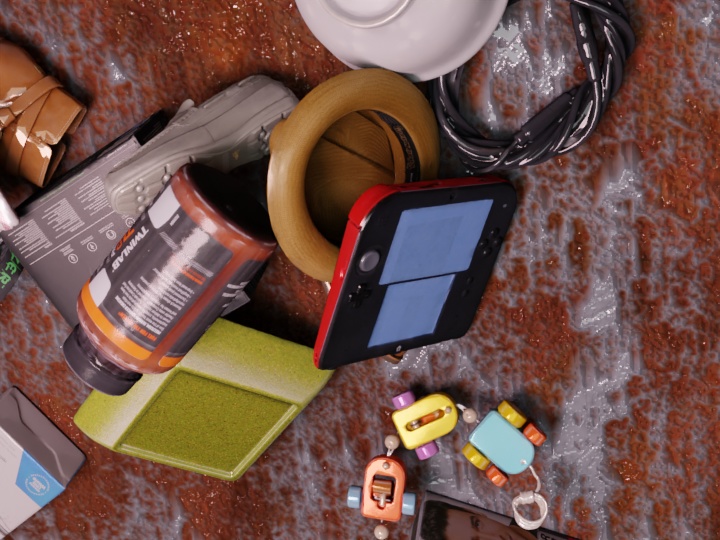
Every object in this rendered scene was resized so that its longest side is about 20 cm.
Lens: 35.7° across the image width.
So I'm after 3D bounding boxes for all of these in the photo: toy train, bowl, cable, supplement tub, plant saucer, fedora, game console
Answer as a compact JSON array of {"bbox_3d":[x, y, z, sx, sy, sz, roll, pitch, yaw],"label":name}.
[{"bbox_3d":[0.089,0.194,1.126,0.199,0.056,0.151,2,93,9],"label":"toy train"},{"bbox_3d":[0.018,-0.250,0.917,0.200,0.090,0.202,7,108,22],"label":"bowl"},{"bbox_3d":[0.145,-0.175,0.986,0.163,0.051,0.201,20,112,-6],"label":"cable"},{"bbox_3d":[-0.167,0.013,0.945,0.107,0.107,0.200,39,105,-9],"label":"supplement tub"},{"bbox_3d":[-0.150,0.135,1.093,0.199,0.048,0.200,21,128,-28],"label":"plant saucer"},{"bbox_3d":[-0.019,-0.087,0.974,0.082,0.200,0.202,26,122,43],"label":"fedora"},{"bbox_3d":[0.053,0.000,1.005,0.031,0.199,0.178,34,120,39],"label":"game console"}]

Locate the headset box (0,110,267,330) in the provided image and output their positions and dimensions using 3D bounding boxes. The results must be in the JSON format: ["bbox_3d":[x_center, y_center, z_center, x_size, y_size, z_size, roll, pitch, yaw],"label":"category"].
[{"bbox_3d":[-0.210,-0.017,1.071,0.174,0.093,0.200,-30,106,18],"label":"headset box"}]

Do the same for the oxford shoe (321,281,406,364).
[{"bbox_3d":[0.000,0.000,1.064,0.071,0.071,0.200,-28,105,13],"label":"oxford shoe"}]

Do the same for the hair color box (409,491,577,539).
[{"bbox_3d":[0.148,0.308,1.155,0.199,0.099,0.061,17,115,0],"label":"hair color box"}]

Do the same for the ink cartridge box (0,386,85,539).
[{"bbox_3d":[-0.413,0.233,1.220,0.200,0.067,0.116,-38,104,20],"label":"ink cartridge box"}]

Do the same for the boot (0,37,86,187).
[{"bbox_3d":[-0.363,-0.122,1.058,0.154,0.074,0.200,34,112,-5],"label":"boot"}]

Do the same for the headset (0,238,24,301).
[{"bbox_3d":[-0.395,0.026,1.111,0.199,0.124,0.094,-19,132,31],"label":"headset"}]

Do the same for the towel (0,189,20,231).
[{"bbox_3d":[-0.416,-0.074,1.025,0.199,0.030,0.147,-18,113,33],"label":"towel"}]

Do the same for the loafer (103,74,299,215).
[{"bbox_3d":[-0.144,-0.113,0.986,0.070,0.200,0.070,44,148,24],"label":"loafer"}]
